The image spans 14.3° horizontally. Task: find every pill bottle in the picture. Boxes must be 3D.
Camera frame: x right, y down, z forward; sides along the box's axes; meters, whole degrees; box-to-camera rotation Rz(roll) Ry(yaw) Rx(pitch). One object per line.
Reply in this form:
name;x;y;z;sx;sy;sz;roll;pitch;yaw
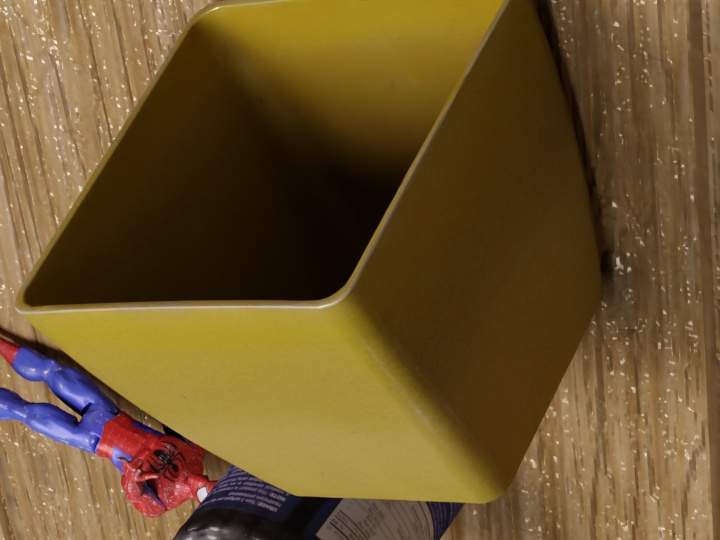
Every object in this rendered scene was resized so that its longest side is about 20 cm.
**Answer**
pill bottle;-0.030;0.142;1.464;0.112;0.200;0.112;22;138;21

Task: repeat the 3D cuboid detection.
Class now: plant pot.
plant pot;0.000;0.000;1.326;0.200;0.200;0.177;-2;137;40

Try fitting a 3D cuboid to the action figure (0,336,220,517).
action figure;-0.156;0.074;1.602;0.200;0.065;0.099;30;157;12
